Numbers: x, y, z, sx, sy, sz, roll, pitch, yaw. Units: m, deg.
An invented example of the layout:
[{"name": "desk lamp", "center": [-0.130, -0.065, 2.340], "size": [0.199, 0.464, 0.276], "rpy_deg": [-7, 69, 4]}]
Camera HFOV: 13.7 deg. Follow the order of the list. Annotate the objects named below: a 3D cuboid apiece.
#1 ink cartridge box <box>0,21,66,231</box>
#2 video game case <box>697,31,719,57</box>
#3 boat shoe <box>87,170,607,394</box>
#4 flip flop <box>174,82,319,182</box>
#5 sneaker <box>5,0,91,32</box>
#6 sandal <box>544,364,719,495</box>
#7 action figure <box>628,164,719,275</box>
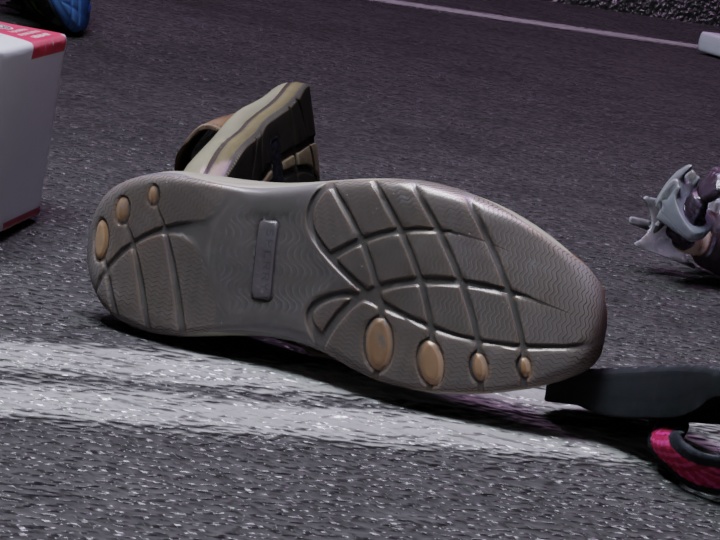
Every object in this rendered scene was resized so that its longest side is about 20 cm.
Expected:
[{"name": "ink cartridge box", "center": [-0.236, -0.073, 1.242], "size": [0.199, 0.084, 0.145], "rpy_deg": [11, 9, 5]}, {"name": "video game case", "center": [0.460, -0.200, 2.930], "size": [0.181, 0.024, 0.200], "rpy_deg": [3, 12, -35]}, {"name": "boat shoe", "center": [0.000, 0.000, 1.101], "size": [0.199, 0.076, 0.072], "rpy_deg": [13, 4, 21]}, {"name": "flip flop", "center": [-0.055, -0.031, 1.260], "size": [0.057, 0.082, 0.200], "rpy_deg": [-2, 12, 14]}, {"name": "sneaker", "center": [-0.229, -0.206, 2.104], "size": [0.082, 0.071, 0.200], "rpy_deg": [4, 5, -8]}, {"name": "sandal", "center": [0.131, 0.058, 1.029], "size": [0.075, 0.045, 0.200], "rpy_deg": [12, -7, -27]}, {"name": "action figure", "center": [0.214, -0.014, 1.441], "size": [0.130, 0.070, 0.200], "rpy_deg": [0, 10, -28]}]
